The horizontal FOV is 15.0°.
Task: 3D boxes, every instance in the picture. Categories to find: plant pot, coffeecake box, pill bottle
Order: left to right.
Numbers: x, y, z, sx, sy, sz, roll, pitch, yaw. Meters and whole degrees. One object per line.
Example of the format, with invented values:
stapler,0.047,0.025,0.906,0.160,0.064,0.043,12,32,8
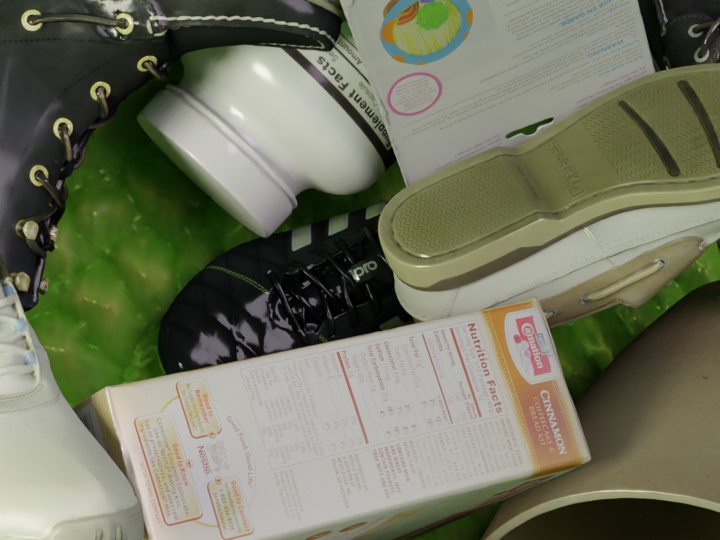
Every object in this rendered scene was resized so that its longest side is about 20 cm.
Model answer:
coffeecake box,-0.036,0.080,1.083,0.200,0.154,0.073,-11,78,-33
pill bottle,-0.001,-0.112,1.175,0.112,0.112,0.200,44,84,-9
plant pot,0.155,0.100,1.192,0.187,0.187,0.200,39,40,-12

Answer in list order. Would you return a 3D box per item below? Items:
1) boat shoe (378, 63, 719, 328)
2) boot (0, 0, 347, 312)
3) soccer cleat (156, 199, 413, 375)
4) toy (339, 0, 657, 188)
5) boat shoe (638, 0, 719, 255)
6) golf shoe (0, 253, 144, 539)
boat shoe,0.108,-0.026,1.137,0.200,0.068,0.075,-17,46,2
boot,-0.111,-0.056,1.091,0.203,0.073,0.154,6,83,8
soccer cleat,0.000,0.000,1.179,0.200,0.081,0.068,-24,85,-35
toy,0.044,-0.127,1.088,0.115,0.200,0.047,-23,50,-2
boat shoe,0.164,-0.080,1.189,0.070,0.066,0.200,-11,76,-5
golf shoe,-0.146,0.036,0.981,0.078,0.200,0.097,-8,116,-41
